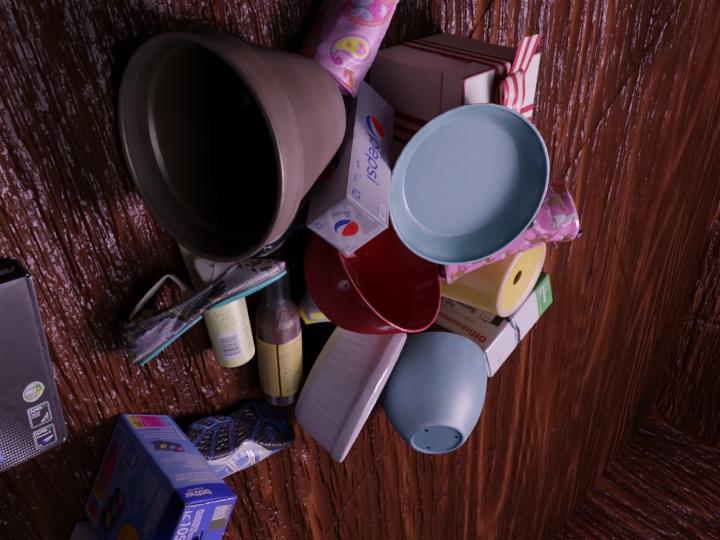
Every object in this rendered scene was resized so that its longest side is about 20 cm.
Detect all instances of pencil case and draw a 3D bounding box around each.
[{"bbox_3d":[0.188,-0.050,0.822,0.195,0.083,0.089,-18,98,3],"label":"pencil case"},{"bbox_3d":[0.004,-0.299,0.691,0.087,0.086,0.204,27,90,-52],"label":"pencil case"}]

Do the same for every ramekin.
[{"bbox_3d":[-0.018,0.162,0.894,0.205,0.093,0.203,-61,171,-16],"label":"ramekin"}]

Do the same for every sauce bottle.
[{"bbox_3d":[-0.107,0.084,0.816,0.064,0.064,0.205,-25,131,-37],"label":"sauce bottle"}]

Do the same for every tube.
[{"bbox_3d":[-0.166,0.018,0.726,0.059,0.050,0.205,-75,161,-57],"label":"tube"}]

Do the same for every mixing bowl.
[{"bbox_3d":[0.000,0.000,0.775,0.107,0.205,0.198,-29,158,34],"label":"mixing bowl"}]

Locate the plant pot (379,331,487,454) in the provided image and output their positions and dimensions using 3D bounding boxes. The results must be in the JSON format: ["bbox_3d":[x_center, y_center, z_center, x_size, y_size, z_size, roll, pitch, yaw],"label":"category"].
[{"bbox_3d":[0.120,0.219,1.026,0.194,0.137,0.203,0,136,0],"label":"plant pot"}]

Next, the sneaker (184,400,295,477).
[{"bbox_3d":[-0.171,0.235,0.846,0.197,0.076,0.077,6,131,-50],"label":"sneaker"}]

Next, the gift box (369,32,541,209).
[{"bbox_3d":[0.135,-0.213,0.812,0.198,0.185,0.188,-31,135,-31],"label":"gift box"}]

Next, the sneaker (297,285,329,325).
[{"bbox_3d":[-0.020,0.030,0.896,0.197,0.077,0.076,-4,148,-51],"label":"sneaker"}]

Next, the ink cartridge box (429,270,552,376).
[{"bbox_3d":[0.238,0.073,1.143,0.200,0.145,0.084,-46,139,-20],"label":"ink cartridge box"}]

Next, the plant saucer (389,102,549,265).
[{"bbox_3d":[0.123,-0.102,0.728,0.194,0.036,0.205,-6,123,-9],"label":"plant saucer"}]

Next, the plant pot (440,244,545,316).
[{"bbox_3d":[0.173,-0.030,0.957,0.199,0.187,0.205,-33,140,-33],"label":"plant pot"}]

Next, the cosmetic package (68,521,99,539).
[{"bbox_3d":[-0.278,0.391,0.700,0.073,0.198,0.104,24,95,-52],"label":"cosmetic package"}]

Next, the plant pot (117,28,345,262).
[{"bbox_3d":[-0.105,-0.134,0.605,0.173,0.196,0.205,-38,140,-50],"label":"plant pot"}]

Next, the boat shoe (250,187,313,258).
[{"bbox_3d":[-0.081,-0.093,0.741,0.200,0.076,0.060,-44,179,-35],"label":"boat shoe"}]

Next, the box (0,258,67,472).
[{"bbox_3d":[-0.375,0.111,0.538,0.197,0.047,0.198,-23,131,-40],"label":"box"}]

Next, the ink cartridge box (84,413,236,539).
[{"bbox_3d":[-0.221,0.274,0.692,0.075,0.198,0.139,13,104,-50],"label":"ink cartridge box"}]

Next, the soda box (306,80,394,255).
[{"bbox_3d":[-0.007,-0.121,0.699,0.063,0.068,0.204,33,43,-30],"label":"soda box"}]

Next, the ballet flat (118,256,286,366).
[{"bbox_3d":[-0.176,0.025,0.664,0.197,0.073,0.073,-32,138,0],"label":"ballet flat"}]
